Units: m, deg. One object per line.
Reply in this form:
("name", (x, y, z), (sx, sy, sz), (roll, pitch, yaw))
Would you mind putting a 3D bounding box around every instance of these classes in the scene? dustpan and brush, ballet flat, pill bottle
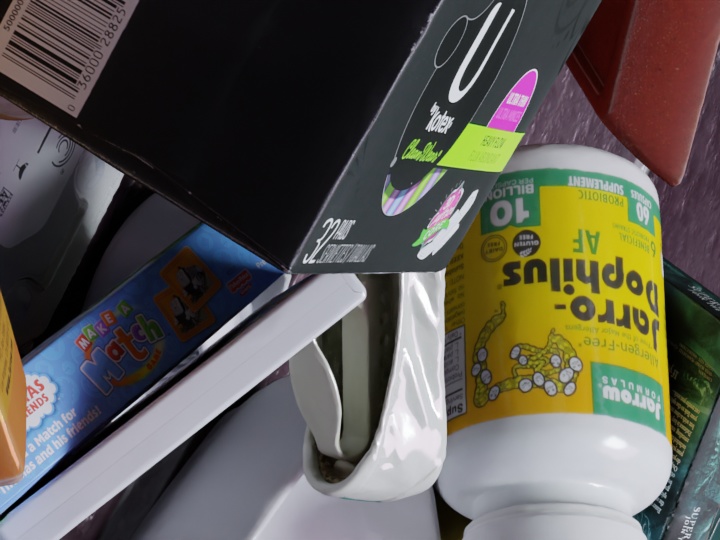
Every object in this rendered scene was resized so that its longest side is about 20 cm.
("dustpan and brush", (-0.064, -0.006, 1.092), (0.140, 0.057, 0.201), (-44, 145, -41))
("ballet flat", (0.000, 0.000, 1.119), (0.069, 0.069, 0.201), (-21, 112, -57))
("pill bottle", (0.087, 0.053, 1.284), (0.113, 0.112, 0.201), (52, 35, -61))

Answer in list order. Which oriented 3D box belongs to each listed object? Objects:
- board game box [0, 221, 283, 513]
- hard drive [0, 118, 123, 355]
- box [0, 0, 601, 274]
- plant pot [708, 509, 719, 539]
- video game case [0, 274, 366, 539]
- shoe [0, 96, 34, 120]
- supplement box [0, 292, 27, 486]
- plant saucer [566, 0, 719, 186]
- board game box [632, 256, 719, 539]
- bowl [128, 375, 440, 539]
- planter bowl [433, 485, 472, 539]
("board game box", (-0.124, 0.060, 0.953), (0.151, 0.037, 0.200), (-36, -175, 45))
("hard drive", (-0.135, -0.066, 0.938), (0.140, 0.038, 0.200), (-63, 155, -11))
("box", (-0.009, -0.090, 0.877), (0.149, 0.124, 0.200), (-60, 167, 8))
("plant pot", (0.160, 0.151, 1.560), (0.200, 0.134, 0.201), (-42, 143, -43))
("video game case", (-0.070, 0.051, 0.976), (0.143, 0.017, 0.200), (-38, -178, -9))
("shoe", (-0.114, -0.109, 0.841), (0.070, 0.053, 0.200), (-56, 152, -24))
("supplement box", (-0.150, -0.032, 0.791), (0.069, 0.066, 0.201), (-99, 177, -63))
("plant saucer", (0.115, -0.170, 1.217), (0.037, 0.200, 0.200), (2, 122, -16))
("board game box", (0.123, 0.058, 1.364), (0.028, 0.200, 0.136), (12, 106, -28))
("bowl", (-0.049, 0.152, 1.223), (0.200, 0.074, 0.200), (-54, 151, -28))
("planter bowl", (0.050, 0.181, 1.377), (0.083, 0.200, 0.201), (-7, 122, -20))
